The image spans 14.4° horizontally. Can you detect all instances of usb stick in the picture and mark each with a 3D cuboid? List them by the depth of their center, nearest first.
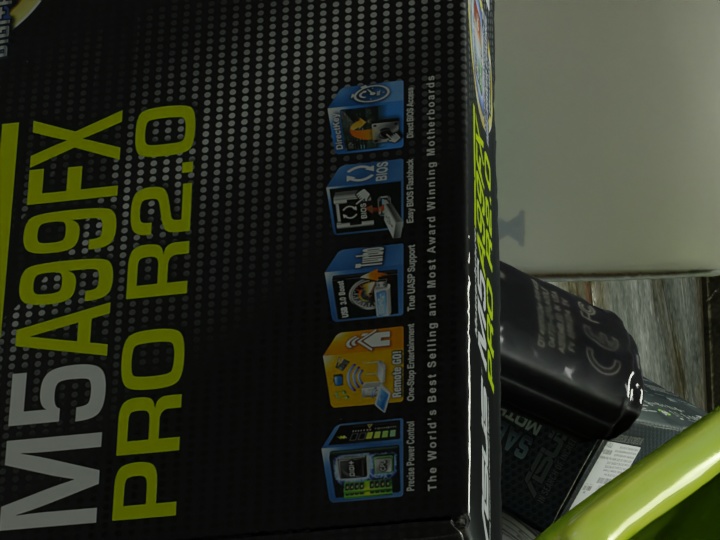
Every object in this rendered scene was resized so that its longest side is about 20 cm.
[{"bbox_3d":[0.000,0.000,0.891,0.033,0.200,0.056,-53,-156,32],"label":"usb stick"}]

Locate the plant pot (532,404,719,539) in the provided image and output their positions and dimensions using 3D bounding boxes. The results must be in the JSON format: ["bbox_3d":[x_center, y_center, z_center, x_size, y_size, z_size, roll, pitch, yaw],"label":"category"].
[{"bbox_3d":[0.113,0.155,0.860,0.200,0.181,0.199,-26,82,-45],"label":"plant pot"}]

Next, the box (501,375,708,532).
[{"bbox_3d":[0.047,0.041,1.050,0.051,0.158,0.200,-61,158,5],"label":"box"}]

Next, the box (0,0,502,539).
[{"bbox_3d":[-0.051,-0.014,0.631,0.044,0.160,0.200,71,18,-56],"label":"box"}]

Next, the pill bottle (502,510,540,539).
[{"bbox_3d":[0.025,0.138,1.068,0.200,0.116,0.116,-52,135,-74],"label":"pill bottle"}]

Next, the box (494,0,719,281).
[{"bbox_3d":[0.076,-0.068,1.115,0.200,0.109,0.128,-118,-152,-83],"label":"box"}]
